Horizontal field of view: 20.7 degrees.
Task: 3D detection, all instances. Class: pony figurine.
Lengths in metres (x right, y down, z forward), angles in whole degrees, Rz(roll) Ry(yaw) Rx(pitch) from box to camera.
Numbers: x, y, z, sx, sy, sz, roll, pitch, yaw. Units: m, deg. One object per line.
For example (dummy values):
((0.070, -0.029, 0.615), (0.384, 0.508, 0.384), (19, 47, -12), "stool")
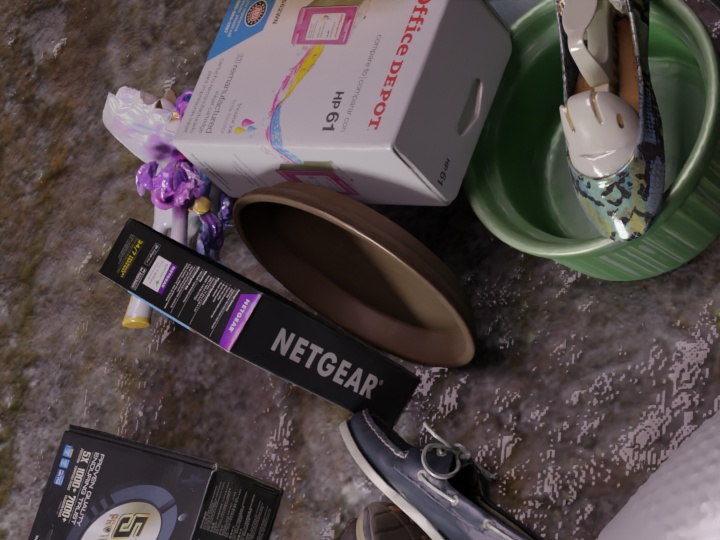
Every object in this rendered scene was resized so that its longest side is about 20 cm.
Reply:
((-0.134, -0.066, 1.533), (0.193, 0.166, 0.201), (152, 123, -66), "pony figurine")

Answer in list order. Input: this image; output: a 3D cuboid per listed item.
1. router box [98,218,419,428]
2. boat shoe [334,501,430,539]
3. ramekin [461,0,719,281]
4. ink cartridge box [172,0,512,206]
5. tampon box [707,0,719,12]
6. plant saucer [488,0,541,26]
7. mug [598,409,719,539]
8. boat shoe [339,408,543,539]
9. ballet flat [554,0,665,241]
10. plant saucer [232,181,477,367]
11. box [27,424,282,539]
((-0.071, 0.040, 1.412), (0.149, 0.200, 0.051), (28, 88, 41), "router box")
((0.020, 0.260, 1.348), (0.073, 0.074, 0.201), (-36, 48, 37), "boat shoe")
((0.174, -0.090, 1.348), (0.200, 0.098, 0.201), (-15, 63, 32), "ramekin")
((-0.012, -0.127, 1.372), (0.200, 0.085, 0.145), (4, 64, 36), "ink cartridge box")
((0.317, -0.244, 1.270), (0.200, 0.150, 0.127), (-31, 56, 23), "tampon box")
((0.060, -0.212, 1.470), (0.200, 0.039, 0.202), (-14, 64, 30), "plant saucer")
((0.271, 0.161, 1.158), (0.200, 0.148, 0.175), (43, 92, 9), "mug")
((0.062, 0.154, 1.348), (0.062, 0.075, 0.200), (-53, 51, 9), "boat shoe")
((0.153, -0.117, 1.266), (0.074, 0.074, 0.201), (-18, 62, 30), "ballet flat")
((0.000, 0.000, 1.384), (0.200, 0.200, 0.030), (17, 66, 40), "plant saucer")
((-0.172, 0.234, 1.484), (0.163, 0.086, 0.201), (11, 78, 39), "box")
